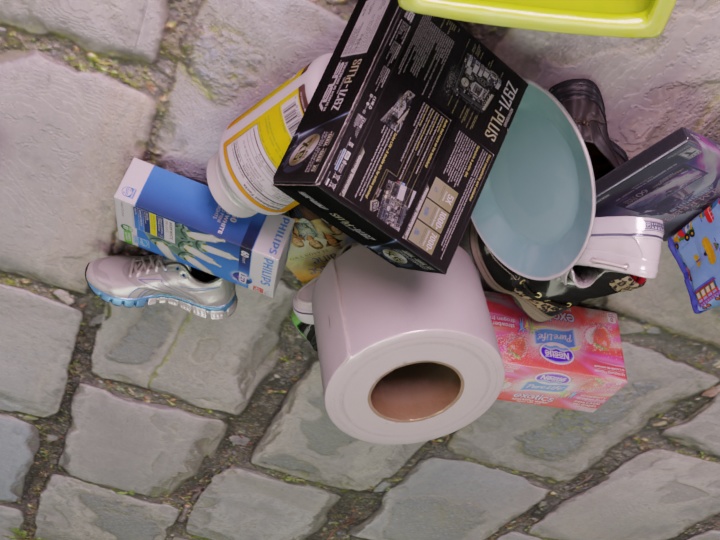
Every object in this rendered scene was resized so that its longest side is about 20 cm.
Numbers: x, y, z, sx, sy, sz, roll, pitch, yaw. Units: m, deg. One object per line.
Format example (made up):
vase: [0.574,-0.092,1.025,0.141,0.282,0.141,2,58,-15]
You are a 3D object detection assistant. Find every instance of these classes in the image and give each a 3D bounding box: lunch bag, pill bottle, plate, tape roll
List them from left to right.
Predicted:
pill bottle: [-0.070,-0.128,1.061,0.108,0.111,0.198,32,139,-31]
tape roll: [0.049,0.079,1.154,0.198,0.141,0.205,-6,139,-6]
plate: [0.166,-0.091,1.029,0.025,0.202,0.201,-17,157,-29]
lunch bag: [0.457,-0.031,1.106,0.196,0.096,0.151,-1,151,-26]

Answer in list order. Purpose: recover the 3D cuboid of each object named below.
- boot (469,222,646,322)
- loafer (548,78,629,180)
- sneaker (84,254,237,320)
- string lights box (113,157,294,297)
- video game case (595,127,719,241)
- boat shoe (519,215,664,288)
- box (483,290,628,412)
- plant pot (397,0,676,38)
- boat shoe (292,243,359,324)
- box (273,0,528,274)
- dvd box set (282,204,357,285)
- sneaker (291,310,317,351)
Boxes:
boot: [0.226,-0.013,1.199,0.149,0.074,0.200,-18,140,32]
loafer: [0.234,-0.102,1.070,0.072,0.073,0.200,-12,141,25]
sneaker: [-0.250,0.000,1.330,0.196,0.076,0.087,7,136,-8]
string lights box: [-0.179,-0.048,1.204,0.197,0.060,0.103,21,152,1]
video game case: [0.316,-0.081,1.056,0.198,0.019,0.142,10,146,-44]
boat shoe: [0.219,-0.016,1.058,0.072,0.067,0.199,7,174,-30]
box: [0.225,0.105,1.323,0.196,0.104,0.095,10,146,-16]
plant pot: [0.132,-0.301,0.708,0.195,0.184,0.201,7,146,1]
boat shoe: [0.000,0.000,1.210,0.197,0.073,0.066,-19,134,22]
box: [0.039,-0.126,0.951,0.163,0.203,0.086,31,168,-31]
dvd box set: [-0.053,-0.057,1.230,0.144,0.030,0.200,-12,140,26]
sneaker: [0.011,0.054,1.291,0.197,0.077,0.085,-12,112,30]
